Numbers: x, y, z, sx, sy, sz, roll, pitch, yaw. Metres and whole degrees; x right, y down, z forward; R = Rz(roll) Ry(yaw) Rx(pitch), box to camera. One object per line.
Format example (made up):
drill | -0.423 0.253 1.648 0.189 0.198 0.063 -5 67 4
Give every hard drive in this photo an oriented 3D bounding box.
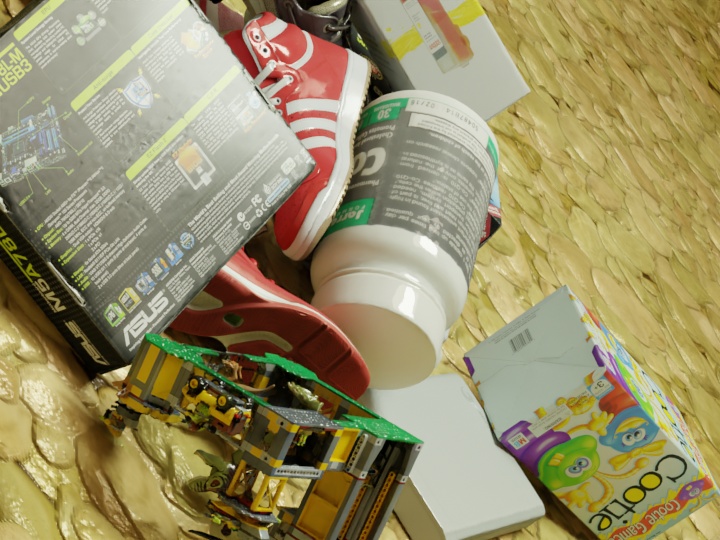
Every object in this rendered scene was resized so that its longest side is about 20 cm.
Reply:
hard drive | 0.059 0.138 1.591 0.132 0.026 0.200 57 21 14

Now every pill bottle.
pill bottle | 0.028 -0.022 1.544 0.113 0.113 0.200 41 44 -28

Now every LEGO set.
LEGO set | -0.065 0.121 1.273 0.153 0.116 0.200 27 7 22

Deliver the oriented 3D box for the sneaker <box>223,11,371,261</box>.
sneaker | -0.061 -0.101 1.538 0.112 0.071 0.200 28 43 -18

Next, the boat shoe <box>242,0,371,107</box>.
boat shoe | -0.039 -0.194 1.628 0.200 0.065 0.072 62 37 -22

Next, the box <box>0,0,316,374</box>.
box | -0.146 -0.074 1.293 0.193 0.047 0.200 51 55 -14

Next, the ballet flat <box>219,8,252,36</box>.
ballet flat | -0.086 -0.163 1.664 0.074 0.074 0.200 49 32 -9

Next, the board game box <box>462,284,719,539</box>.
board game box | 0.187 0.124 1.744 0.200 0.105 0.103 44 16 -40

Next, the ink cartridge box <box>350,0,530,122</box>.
ink cartridge box | 0.037 -0.209 1.696 0.200 0.083 0.145 59 -3 -17

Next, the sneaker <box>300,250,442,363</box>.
sneaker | 0.000 0.000 1.658 0.201 0.074 0.087 64 7 19

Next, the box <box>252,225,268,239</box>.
box | -0.129 -0.123 1.485 0.156 0.041 0.200 63 -1 27

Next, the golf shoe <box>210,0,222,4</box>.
golf shoe | -0.124 -0.238 1.697 0.078 0.095 0.200 34 41 17

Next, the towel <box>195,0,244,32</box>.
towel | -0.153 -0.215 1.730 0.200 0.023 0.144 38 23 -34

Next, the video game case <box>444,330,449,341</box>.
video game case | 0.018 -0.041 1.811 0.182 0.022 0.200 48 20 -11

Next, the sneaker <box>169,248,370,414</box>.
sneaker | -0.073 0.008 1.444 0.200 0.078 0.116 40 24 -35

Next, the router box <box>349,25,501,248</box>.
router box | 0.035 -0.117 1.855 0.200 0.062 0.150 44 20 -20
